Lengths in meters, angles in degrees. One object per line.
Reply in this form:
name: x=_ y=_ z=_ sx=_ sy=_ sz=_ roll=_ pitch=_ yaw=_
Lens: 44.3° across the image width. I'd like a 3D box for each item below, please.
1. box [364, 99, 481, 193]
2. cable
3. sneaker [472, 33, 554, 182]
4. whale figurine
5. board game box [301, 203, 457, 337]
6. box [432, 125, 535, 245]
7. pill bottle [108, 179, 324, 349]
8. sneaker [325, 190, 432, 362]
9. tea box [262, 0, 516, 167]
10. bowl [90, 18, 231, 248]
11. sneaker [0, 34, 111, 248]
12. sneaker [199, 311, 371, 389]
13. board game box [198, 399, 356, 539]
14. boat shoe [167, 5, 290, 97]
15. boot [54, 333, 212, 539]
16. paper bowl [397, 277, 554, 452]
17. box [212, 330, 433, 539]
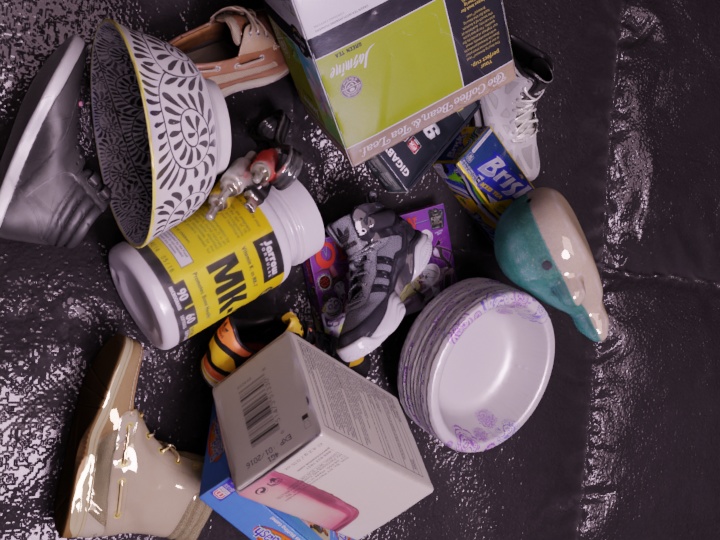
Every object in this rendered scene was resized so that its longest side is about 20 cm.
box: x=0.033 y=-0.217 z=1.033 sx=0.159 sy=0.046 sz=0.200 roll=-49 pitch=115 yaw=-20
cable: x=-0.095 y=-0.124 z=0.880 sx=0.050 sy=0.097 sz=0.201 roll=45 pitch=31 yaw=-28
sneaker: x=0.196 y=-0.197 z=1.095 sx=0.075 sy=0.115 sz=0.202 roll=-36 pitch=111 yaw=-25
whale figurine: x=0.229 y=0.001 z=1.059 sx=0.103 sy=0.160 sz=0.201 roll=-24 pitch=118 yaw=16
board game box: x=0.026 y=0.001 z=1.055 sx=0.198 sy=0.032 sz=0.121 roll=-18 pitch=98 yaw=-30
box: x=0.179 y=-0.086 z=1.120 sx=0.070 sy=0.064 sz=0.200 roll=-48 pitch=116 yaw=-16
pill bottle: x=-0.141 y=-0.016 z=0.896 sx=0.199 sy=0.114 sz=0.115 roll=-32 pitch=109 yaw=-26
sneaker: x=0.000 y=0.000 z=0.966 sx=0.114 sy=0.075 sz=0.201 roll=46 pitch=47 yaw=-17
tea box: x=0.025 y=-0.248 z=0.870 sx=0.199 sy=0.134 sz=0.198 roll=-28 pitch=131 yaw=-9
bowl: x=-0.178 y=-0.129 z=0.814 sx=0.093 sy=0.200 sz=0.203 roll=-12 pitch=99 yaw=-28
sneaker: x=-0.275 y=-0.113 z=0.836 sx=0.099 sy=0.070 sz=0.202 roll=22 pitch=87 yaw=-33
sneaker: x=-0.065 y=0.085 z=0.939 sx=0.198 sy=0.070 sz=0.090 roll=3 pitch=132 yaw=-29
board game box: x=-0.080 y=0.229 z=0.933 sx=0.045 sy=0.153 sz=0.200 roll=-35 pitch=116 yaw=17
boat shoe: x=-0.123 y=-0.231 z=0.905 sx=0.199 sy=0.072 sz=0.076 roll=-37 pitch=71 yaw=-26
boot: x=-0.208 y=0.173 z=0.889 sx=0.154 sy=0.073 sz=0.202 roll=15 pitch=87 yaw=-31
paper bowl: x=0.130 y=0.107 z=1.066 sx=0.199 sy=0.104 sz=0.203 roll=-13 pitch=113 yaw=-33
box: x=-0.037 y=0.171 z=0.892 sx=0.109 sy=0.129 sz=0.200 roll=-37 pitch=137 yaw=15
